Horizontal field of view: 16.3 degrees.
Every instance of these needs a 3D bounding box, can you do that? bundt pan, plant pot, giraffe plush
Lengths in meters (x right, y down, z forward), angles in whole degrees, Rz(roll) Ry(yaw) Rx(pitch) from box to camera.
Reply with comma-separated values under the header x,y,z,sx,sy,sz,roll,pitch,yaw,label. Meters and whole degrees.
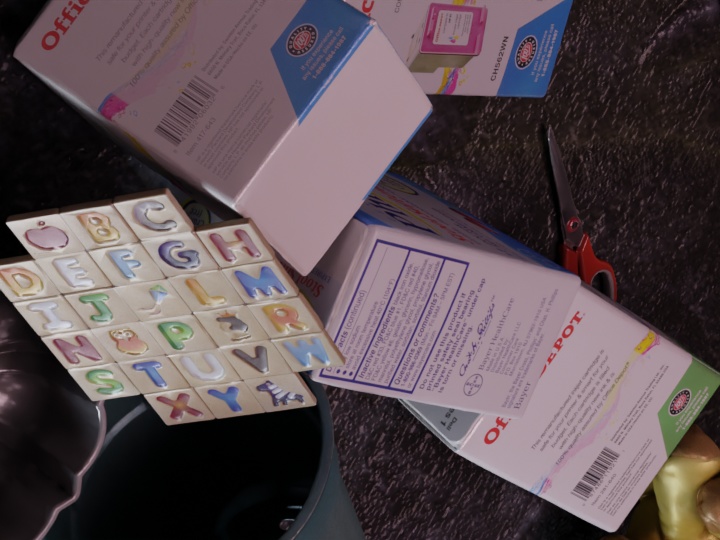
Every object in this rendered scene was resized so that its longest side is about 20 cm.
x,y,z,sx,sy,sz,roll,pitch,yaw,label
-0.250,0.085,1.470,0.202,0.076,0.202,-22,126,-33,bundt pan
-0.085,0.168,1.599,0.200,0.200,0.196,-44,144,-13,plant pot
0.227,0.217,1.930,0.162,0.173,0.200,-39,130,-2,giraffe plush

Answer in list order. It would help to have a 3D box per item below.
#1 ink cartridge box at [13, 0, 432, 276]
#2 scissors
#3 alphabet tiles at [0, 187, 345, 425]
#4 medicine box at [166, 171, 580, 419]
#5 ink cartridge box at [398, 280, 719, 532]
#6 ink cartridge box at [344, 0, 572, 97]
x,y,z,sx,sy,sz,roll,pitch,yaw,label
-0.085,-0.115,1.430,0.129,0.200,0.125,-53,154,-4,ink cartridge box
0.158,-0.028,1.825,0.073,0.014,0.200,-22,126,-29,scissors
-0.109,0.025,1.412,0.200,0.166,0.006,57,33,-45,alphabet tiles
0.000,0.000,1.570,0.200,0.182,0.103,14,103,-46,medicine box
0.145,0.084,1.810,0.200,0.084,0.145,30,97,-44,ink cartridge box
0.039,-0.187,1.568,0.200,0.085,0.145,-2,115,-40,ink cartridge box
